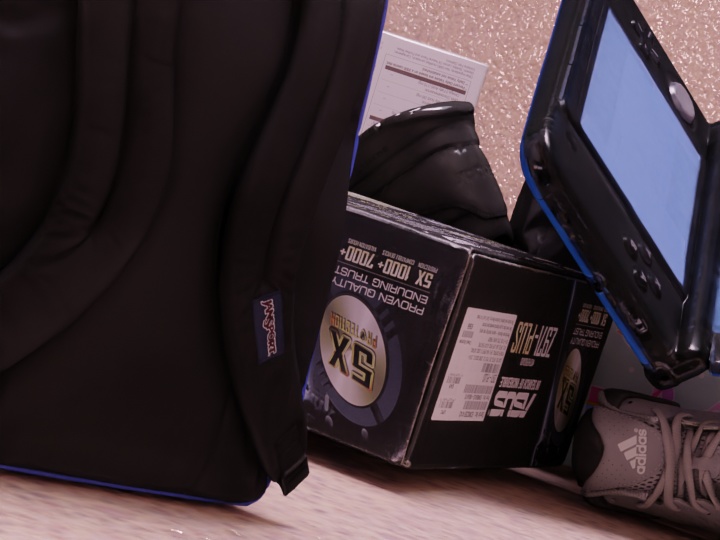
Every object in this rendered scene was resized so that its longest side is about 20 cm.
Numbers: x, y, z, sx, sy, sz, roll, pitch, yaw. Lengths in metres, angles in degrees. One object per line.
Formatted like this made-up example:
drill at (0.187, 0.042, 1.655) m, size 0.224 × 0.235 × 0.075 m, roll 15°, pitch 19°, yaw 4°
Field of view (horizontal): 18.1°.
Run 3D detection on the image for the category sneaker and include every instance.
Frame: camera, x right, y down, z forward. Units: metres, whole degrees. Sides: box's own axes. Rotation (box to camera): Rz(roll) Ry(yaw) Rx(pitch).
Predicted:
sneaker at (0.000, 0.000, 1.111) m, size 0.076 × 0.091 × 0.200 m, roll -15°, pitch -19°, yaw -40°
sneaker at (0.148, 0.087, 0.930) m, size 0.115 × 0.076 × 0.200 m, roll 12°, pitch -6°, yaw -12°

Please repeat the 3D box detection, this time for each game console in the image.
game console at (0.167, -0.047, 0.955) m, size 0.171 × 0.118 × 0.200 m, roll 55°, pitch 26°, yaw -20°

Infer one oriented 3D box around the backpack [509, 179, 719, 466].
backpack at (0.156, 0.044, 1.093) m, size 0.199 × 0.168 × 0.127 m, roll 20°, pitch 22°, yaw -4°

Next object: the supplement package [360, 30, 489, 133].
supplement package at (-0.014, -0.070, 1.596) m, size 0.150 × 0.201 × 0.152 m, roll 18°, pitch 3°, yaw -3°

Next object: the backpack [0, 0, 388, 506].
backpack at (-0.096, -0.052, 0.679) m, size 0.167 × 0.201 × 0.162 m, roll 20°, pitch 4°, yaw 43°

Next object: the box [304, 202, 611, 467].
box at (-0.004, 0.015, 0.944) m, size 0.163 × 0.087 × 0.200 m, roll 20°, pitch 4°, yaw 22°
